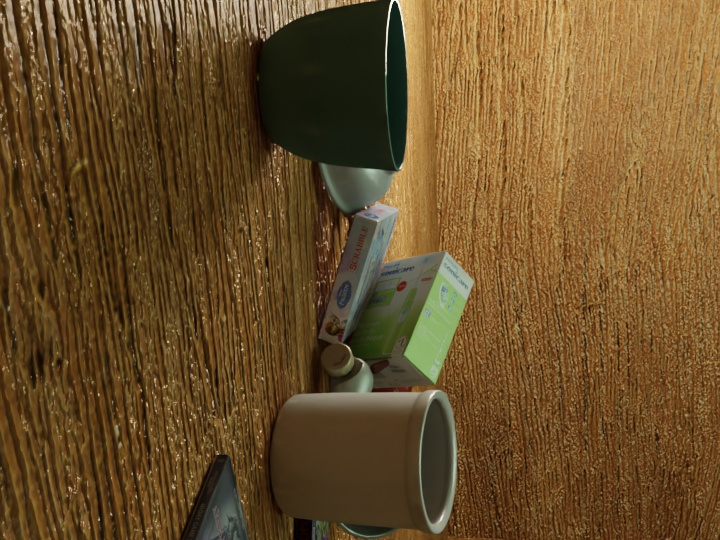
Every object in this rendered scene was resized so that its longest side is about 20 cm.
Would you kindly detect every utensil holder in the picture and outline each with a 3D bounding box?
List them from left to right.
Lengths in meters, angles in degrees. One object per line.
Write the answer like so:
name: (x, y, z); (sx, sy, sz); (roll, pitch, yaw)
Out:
utensil holder: (0.006, 0.237, 1.086); (0.170, 0.197, 0.173); (-2, 90, -70)

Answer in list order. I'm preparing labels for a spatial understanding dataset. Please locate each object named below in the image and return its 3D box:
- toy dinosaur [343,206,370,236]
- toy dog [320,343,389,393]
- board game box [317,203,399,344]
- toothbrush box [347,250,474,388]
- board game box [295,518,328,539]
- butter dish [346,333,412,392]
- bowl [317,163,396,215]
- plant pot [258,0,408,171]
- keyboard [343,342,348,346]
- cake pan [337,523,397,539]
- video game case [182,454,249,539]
toy dinosaur: (-0.019, -0.120, 1.465); (0.200, 0.060, 0.107); (56, 9, -77)
toy dog: (0.005, 0.200, 1.256); (0.132, 0.095, 0.202); (53, 23, -68)
board game box: (0.000, 0.000, 1.378); (0.199, 0.041, 0.202); (-35, 144, -76)
toothbrush box: (0.077, 0.080, 1.380); (0.086, 0.145, 0.201); (44, 56, -28)
board game box: (-0.064, 0.287, 1.242); (0.120, 0.032, 0.203); (46, 45, -71)
butter dish: (0.052, 0.173, 1.544); (0.201, 0.146, 0.202); (81, 13, -51)
bowl: (0.008, -0.193, 1.344); (0.201, 0.089, 0.204); (-9, 90, -69)
plant pot: (-0.032, -0.220, 1.041); (0.200, 0.159, 0.204); (0, 90, -80)
keyboard: (-0.038, 0.220, 1.413); (0.104, 0.039, 0.203); (-177, -95, -77)
cake pan: (0.021, 0.321, 1.366); (0.037, 0.198, 0.203); (4, -84, 58)
video game case: (-0.146, 0.298, 0.813); (0.201, 0.019, 0.144); (-73, 161, -56)
